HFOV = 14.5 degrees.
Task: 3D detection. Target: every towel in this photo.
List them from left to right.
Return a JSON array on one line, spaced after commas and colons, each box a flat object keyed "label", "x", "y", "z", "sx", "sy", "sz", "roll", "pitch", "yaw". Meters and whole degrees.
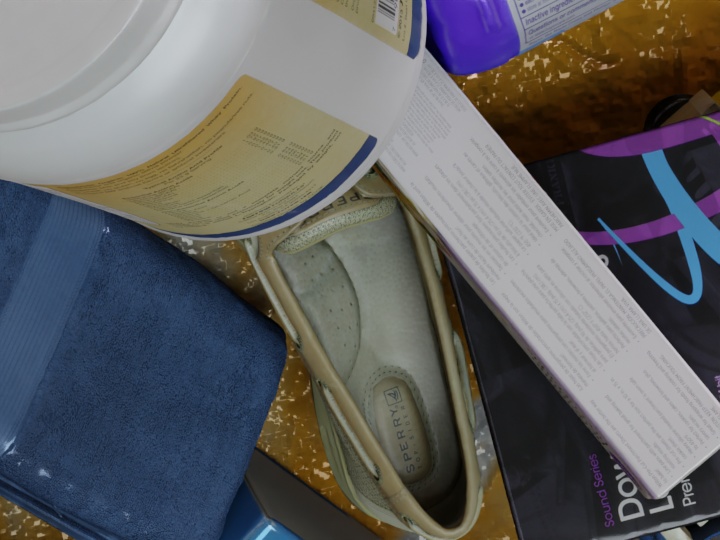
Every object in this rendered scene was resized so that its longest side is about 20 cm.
[{"label": "towel", "x": -0.121, "y": 0.021, "z": 1.015, "sx": 0.200, "sy": 0.048, "sz": 0.112, "roll": 34, "pitch": 70, "yaw": -30}]

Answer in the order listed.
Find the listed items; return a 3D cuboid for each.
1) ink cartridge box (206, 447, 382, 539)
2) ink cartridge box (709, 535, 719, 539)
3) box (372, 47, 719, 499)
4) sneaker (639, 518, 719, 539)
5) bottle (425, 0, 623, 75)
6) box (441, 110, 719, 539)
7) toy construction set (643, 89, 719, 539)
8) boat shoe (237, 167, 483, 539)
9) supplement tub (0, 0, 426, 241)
[{"label": "ink cartridge box", "x": -0.065, "y": 0.183, "z": 1.111, "sx": 0.200, "sy": 0.084, "sz": 0.145, "roll": -47, "pitch": 123, "yaw": 7}, {"label": "ink cartridge box", "x": 0.212, "y": 0.172, "z": 1.135, "sx": 0.116, "sy": 0.200, "sz": 0.067, "roll": 18, "pitch": 108, "yaw": -27}, {"label": "box", "x": 0.053, "y": -0.009, "z": 0.986, "sx": 0.041, "sy": 0.039, "sz": 0.200, "roll": -40, "pitch": 89, "yaw": -3}, {"label": "sneaker", "x": 0.193, "y": 0.055, "z": 1.143, "sx": 0.200, "sy": 0.078, "sz": 0.066, "roll": -28, "pitch": 120, "yaw": -6}, {"label": "bottle", "x": 0.101, "y": -0.141, "z": 1.004, "sx": 0.200, "sy": 0.084, "sz": 0.065, "roll": -28, "pitch": 122, "yaw": -9}, {"label": "box", "x": 0.136, "y": 0.014, "z": 1.023, "sx": 0.199, "sy": 0.036, "sz": 0.143, "roll": -16, "pitch": 85, "yaw": 4}, {"label": "toy construction set", "x": 0.142, "y": 0.006, "z": 1.087, "sx": 0.200, "sy": 0.092, "sz": 0.131, "roll": -47, "pitch": 109, "yaw": -8}, {"label": "boat shoe", "x": -0.002, "y": 0.002, "z": 1.027, "sx": 0.073, "sy": 0.063, "sz": 0.201, "roll": -18, "pitch": 101, "yaw": -13}, {"label": "supplement tub", "x": -0.074, "y": -0.091, "z": 0.881, "sx": 0.144, "sy": 0.144, "sz": 0.200, "roll": -48, "pitch": 160, "yaw": 8}]
